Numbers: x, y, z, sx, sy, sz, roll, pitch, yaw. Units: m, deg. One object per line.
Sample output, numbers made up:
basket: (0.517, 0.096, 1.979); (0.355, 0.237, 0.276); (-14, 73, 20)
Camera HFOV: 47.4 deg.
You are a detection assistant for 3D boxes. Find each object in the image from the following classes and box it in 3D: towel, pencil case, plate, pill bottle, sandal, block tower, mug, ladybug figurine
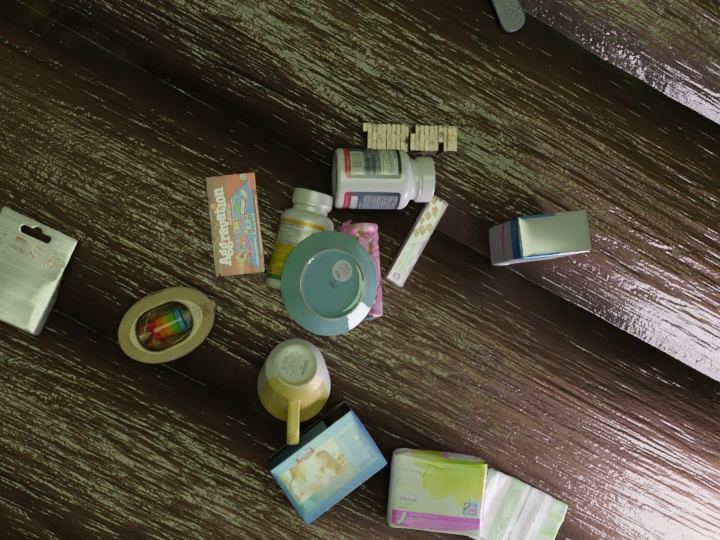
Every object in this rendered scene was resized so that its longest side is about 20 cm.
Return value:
towel: (0.327, 0.523, 1.729); (0.198, 0.031, 0.151); (25, 87, -7)
pencil case: (0.000, 0.000, 1.662); (0.081, 0.086, 0.204); (-3, 89, 10)
plate: (-0.056, 0.025, 1.583); (0.197, 0.026, 0.204); (-1, 92, -19)
pill bottle: (0.045, -0.184, 1.651); (0.196, 0.120, 0.122); (0, 89, -8)
sandal: (0.289, -0.603, 1.734); (0.075, 0.043, 0.203); (-17, 101, -1)
block tower: (0.099, -0.270, 1.692); (0.196, 0.054, 0.059); (2, 89, -7)
pill bottle: (-0.115, -0.056, 1.631); (0.111, 0.113, 0.203); (13, 88, -7)
mug: (-0.118, 0.219, 1.582); (0.148, 0.154, 0.188); (-28, 74, -16)
ladybug figurine: (-0.377, 0.105, 1.614); (0.197, 0.072, 0.138); (-21, 92, -7)

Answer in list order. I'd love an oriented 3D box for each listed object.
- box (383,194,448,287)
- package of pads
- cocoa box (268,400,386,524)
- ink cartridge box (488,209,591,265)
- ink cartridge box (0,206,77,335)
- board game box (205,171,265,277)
box: (0.115, -0.061, 1.700); (0.038, 0.041, 0.202); (30, 85, -6)
package of pads: (0.156, 0.448, 1.673); (0.196, 0.068, 0.157); (5, 88, 2)
cocoa box: (-0.068, 0.376, 1.624); (0.199, 0.131, 0.134); (-36, 94, -7)
ink cartridge box: (0.355, -0.064, 1.654); (0.142, 0.200, 0.086); (-6, 86, -8)
ink cartridge box: (-0.660, 0.002, 1.592); (0.159, 0.050, 0.202); (25, 82, -7)
board game box: (-0.253, -0.093, 1.660); (0.101, 0.019, 0.204); (-7, 90, -7)
